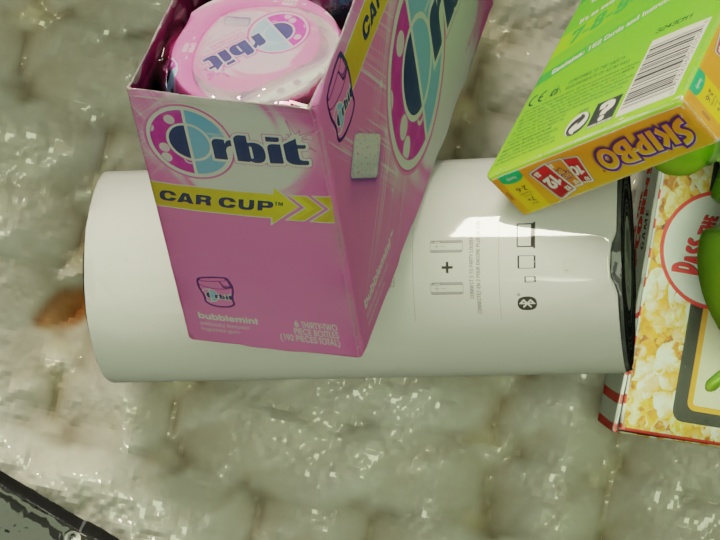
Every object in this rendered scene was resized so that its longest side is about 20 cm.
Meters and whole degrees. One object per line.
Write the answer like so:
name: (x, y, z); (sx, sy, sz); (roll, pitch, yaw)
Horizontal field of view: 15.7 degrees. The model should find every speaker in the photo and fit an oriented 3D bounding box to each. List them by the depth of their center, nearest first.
speaker: (0.000, 0.000, 0.960); (0.198, 0.081, 0.082); (-2, 93, 10)

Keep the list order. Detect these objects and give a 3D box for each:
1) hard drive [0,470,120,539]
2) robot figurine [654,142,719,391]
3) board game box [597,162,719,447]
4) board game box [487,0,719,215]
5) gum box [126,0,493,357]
hard drive: (-0.193, 0.125, 0.997); (0.199, 0.038, 0.140); (30, 91, -5)
robot figurine: (0.189, -0.041, 0.922); (0.174, 0.116, 0.202); (18, 93, 4)
board game box: (0.202, 0.002, 1.007); (0.198, 0.046, 0.153); (10, 92, -3)
board game box: (0.119, -0.108, 0.931); (0.030, 0.095, 0.201); (43, 52, -22)
gum box: (-0.010, -0.083, 0.907); (0.066, 0.201, 0.114); (6, 136, 16)
